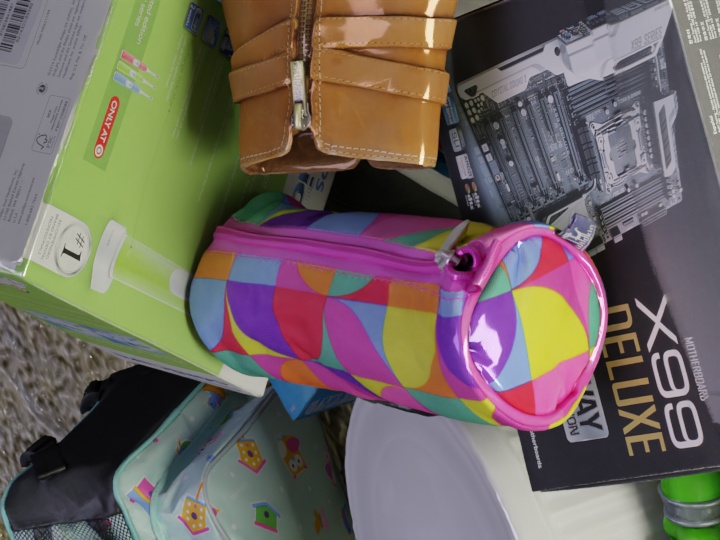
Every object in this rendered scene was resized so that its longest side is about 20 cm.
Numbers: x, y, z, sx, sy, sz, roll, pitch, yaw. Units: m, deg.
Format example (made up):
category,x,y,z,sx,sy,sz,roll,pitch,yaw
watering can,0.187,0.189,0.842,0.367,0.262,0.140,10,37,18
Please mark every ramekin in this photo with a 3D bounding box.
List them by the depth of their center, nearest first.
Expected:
category,x,y,z,sx,sy,sz,roll,pitch,yaw
ramekin,0.079,0.133,1.217,0.202,0.094,0.203,47,145,47

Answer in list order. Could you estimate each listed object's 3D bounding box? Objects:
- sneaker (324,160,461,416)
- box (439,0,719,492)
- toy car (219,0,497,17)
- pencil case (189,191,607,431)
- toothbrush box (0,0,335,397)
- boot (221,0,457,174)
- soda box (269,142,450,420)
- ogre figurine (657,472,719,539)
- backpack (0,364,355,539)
category,x,y,z,sx,sy,sz,roll,pitch,yaw
sneaker,0.000,0.000,1.176,0.200,0.099,0.071,26,150,42
box,0.108,-0.019,1.007,0.157,0.050,0.201,-14,91,55
toy car,0.010,-0.144,1.145,0.200,0.184,0.177,45,178,13
pencil case,0.013,0.012,1.033,0.199,0.088,0.089,4,106,52
toothbrush box,-0.100,-0.044,1.101,0.086,0.200,0.146,12,81,32
boot,0.027,-0.118,0.999,0.199,0.073,0.156,-8,77,42
soda box,0.008,-0.008,1.312,0.068,0.064,0.200,58,141,22
ogre figurine,0.194,0.074,1.060,0.200,0.098,0.120,7,120,65
backpack,-0.085,0.165,1.413,0.152,0.176,0.201,-6,112,24
